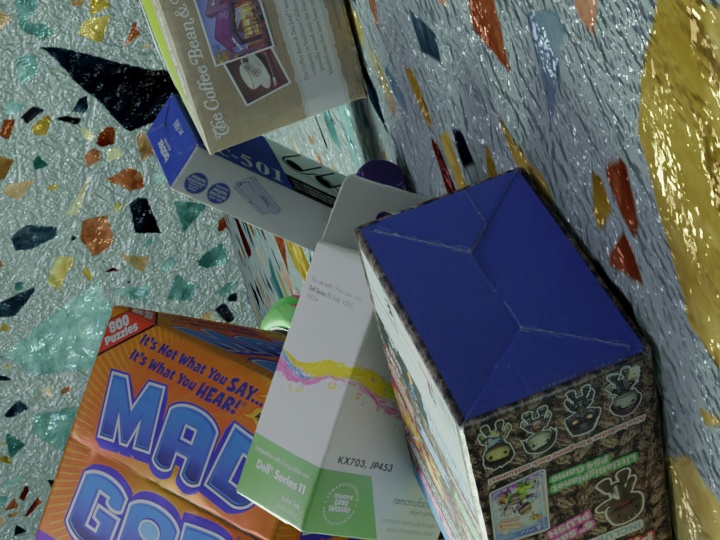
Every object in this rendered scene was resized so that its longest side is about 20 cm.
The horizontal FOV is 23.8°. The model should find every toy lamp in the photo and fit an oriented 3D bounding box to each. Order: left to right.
[{"bbox_3d":[0.000,0.000,1.306,0.200,0.058,0.058,101,152,-43],"label":"toy lamp"}]

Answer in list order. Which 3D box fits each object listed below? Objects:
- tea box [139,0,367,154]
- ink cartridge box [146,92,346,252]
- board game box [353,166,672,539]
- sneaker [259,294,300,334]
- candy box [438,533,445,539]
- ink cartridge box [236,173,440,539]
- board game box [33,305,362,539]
[{"bbox_3d":[-0.102,-0.230,1.280,0.197,0.133,0.200,-118,10,-53],"label":"tea box"},{"bbox_3d":[-0.067,-0.065,1.357,0.200,0.044,0.094,24,-160,-30],"label":"ink cartridge box"},{"bbox_3d":[0.082,0.079,0.885,0.160,0.097,0.200,-118,10,-48],"label":"board game box"},{"bbox_3d":[-0.011,0.100,1.517,0.200,0.084,0.077,37,-167,-16],"label":"sneaker"},{"bbox_3d":[0.058,0.202,1.347,0.055,0.115,0.200,77,170,-53],"label":"candy box"},{"bbox_3d":[0.017,0.055,1.011,0.067,0.117,0.200,22,96,47],"label":"ink cartridge box"},{"bbox_3d":[-0.078,0.160,1.241,0.200,0.200,0.200,23,-174,34],"label":"board game box"}]
